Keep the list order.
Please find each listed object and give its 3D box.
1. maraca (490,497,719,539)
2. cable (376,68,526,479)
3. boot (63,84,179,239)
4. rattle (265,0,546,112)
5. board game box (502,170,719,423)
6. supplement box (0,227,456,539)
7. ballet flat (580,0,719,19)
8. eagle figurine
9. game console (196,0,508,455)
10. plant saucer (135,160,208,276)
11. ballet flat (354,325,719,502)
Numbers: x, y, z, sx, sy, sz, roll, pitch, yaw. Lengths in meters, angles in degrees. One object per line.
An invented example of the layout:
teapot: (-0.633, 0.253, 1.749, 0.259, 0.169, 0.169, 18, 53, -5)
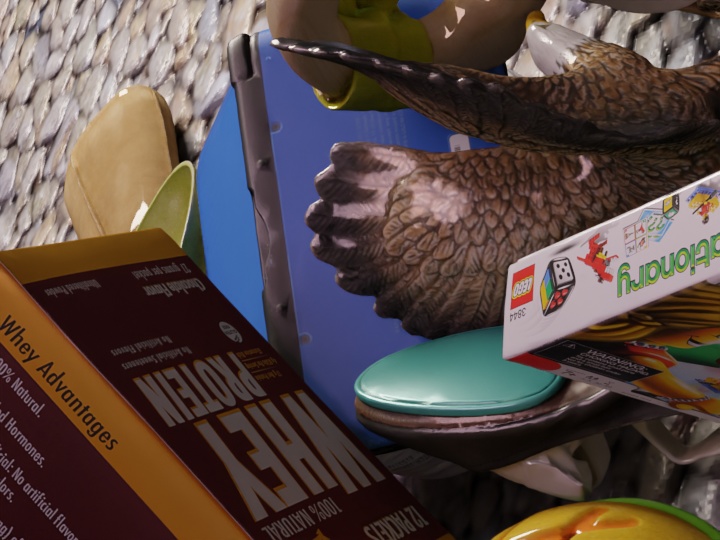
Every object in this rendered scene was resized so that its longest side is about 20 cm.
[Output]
maraca: (0.095, 0.155, 0.820, 0.137, 0.107, 0.200, -52, 38, 2)
cable: (0.029, -0.001, 1.087, 0.200, 0.069, 0.200, 14, 85, 61)
boot: (-0.153, 0.003, 1.438, 0.175, 0.066, 0.200, -48, 33, 15)
rattle: (0.011, -0.168, 0.915, 0.200, 0.130, 0.143, 84, 177, -53)
board game box: (0.158, 0.021, 0.683, 0.126, 0.200, 0.035, -26, 52, 55)
supplement box: (-0.102, 0.125, 0.909, 0.197, 0.133, 0.200, 46, 110, 13)
ballet flat: (0.089, -0.139, 0.980, 0.200, 0.069, 0.063, 8, 47, 34)
eagle figurine: (0.080, -0.051, 0.890, 0.152, 0.200, 0.151, 70, 167, -13)
game console: (0.000, 0.000, 1.028, 0.170, 0.118, 0.200, -13, 67, 11)
plant saucer: (-0.110, 0.043, 1.186, 0.200, 0.031, 0.200, -90, 26, -58)
ballet flat: (0.092, 0.049, 0.880, 0.200, 0.068, 0.068, -15, 22, 30)
